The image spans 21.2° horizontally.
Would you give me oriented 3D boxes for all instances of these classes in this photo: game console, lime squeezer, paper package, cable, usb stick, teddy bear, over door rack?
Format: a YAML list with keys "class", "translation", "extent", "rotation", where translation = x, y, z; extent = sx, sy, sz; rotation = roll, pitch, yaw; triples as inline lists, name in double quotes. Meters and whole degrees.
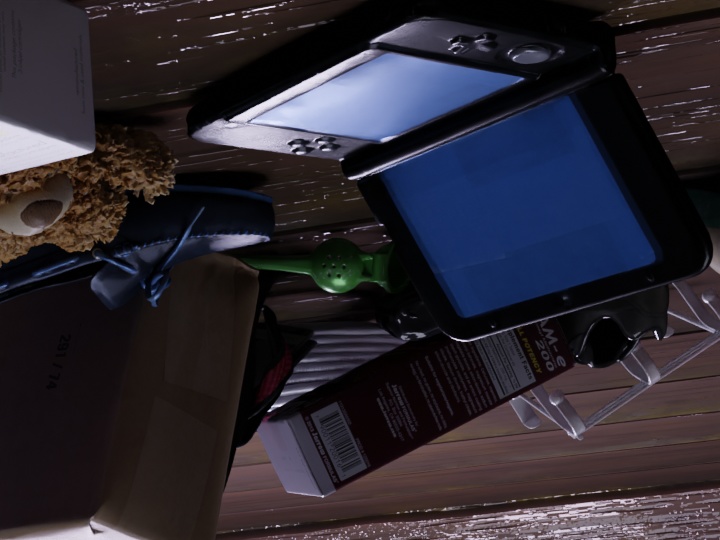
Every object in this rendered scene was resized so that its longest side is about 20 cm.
- class: "game console"
  translation: [0.038, -0.042, 0.931]
  extent: [0.175, 0.117, 0.200]
  rotation: [5, 164, -38]
- class: "lime squeezer"
  translation: [0.000, 0.000, 1.290]
  extent: [0.199, 0.038, 0.071]
  rotation: [0, 167, -23]
- class: "paper package"
  translation: [-0.174, 0.089, 1.224]
  extent: [0.190, 0.201, 0.103]
  rotation: [-12, 149, 39]
- class: "cable"
  translation: [-0.048, 0.078, 1.509]
  extent: [0.199, 0.070, 0.200]
  rotation: [-4, 174, 7]
- class: "usb stick"
  translation: [0.040, 0.028, 1.350]
  extent: [0.055, 0.033, 0.200]
  rotation: [-20, 180, -2]
- class: "teddy bear"
  translation: [-0.170, -0.035, 0.993]
  extent: [0.144, 0.067, 0.200]
  rotation: [-1, 166, -22]
- class: "over door rack"
  translation: [0.184, 0.059, 1.447]
  extent: [0.147, 0.067, 0.200]
  rotation: [-32, -178, -6]

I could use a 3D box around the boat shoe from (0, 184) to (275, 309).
- class: "boat shoe"
  translation: [-0.146, -0.007, 1.130]
  extent: [0.199, 0.069, 0.084]
  rotation: [-7, 167, 11]

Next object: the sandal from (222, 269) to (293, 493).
- class: "sandal"
  translation: [-0.071, 0.083, 1.279]
  extent: [0.045, 0.201, 0.075]
  rotation: [14, 142, -5]

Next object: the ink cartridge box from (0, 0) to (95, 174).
- class: "ink cartridge box"
  translation: [-0.211, -0.086, 0.755]
  extent: [0.115, 0.068, 0.200]
  rotation: [-12, 165, 29]

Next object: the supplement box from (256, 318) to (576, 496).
- class: "supplement box"
  translation: [0.036, 0.084, 1.317]
  extent: [0.199, 0.061, 0.109]
  rotation: [-25, -178, -16]

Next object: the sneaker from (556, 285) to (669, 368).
- class: "sneaker"
  translation: [0.150, 0.028, 1.345]
  extent: [0.076, 0.091, 0.200]
  rotation: [-2, 169, -21]

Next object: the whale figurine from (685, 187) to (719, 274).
- class: "whale figurine"
  translation: [0.272, -0.031, 1.166]
  extent: [0.200, 0.104, 0.159]
  rotation: [18, -173, 43]

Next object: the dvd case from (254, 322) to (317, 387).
- class: "dvd case"
  translation: [-0.143, 0.098, 1.360]
  extent: [0.148, 0.016, 0.200]
  rotation: [6, -140, 43]
